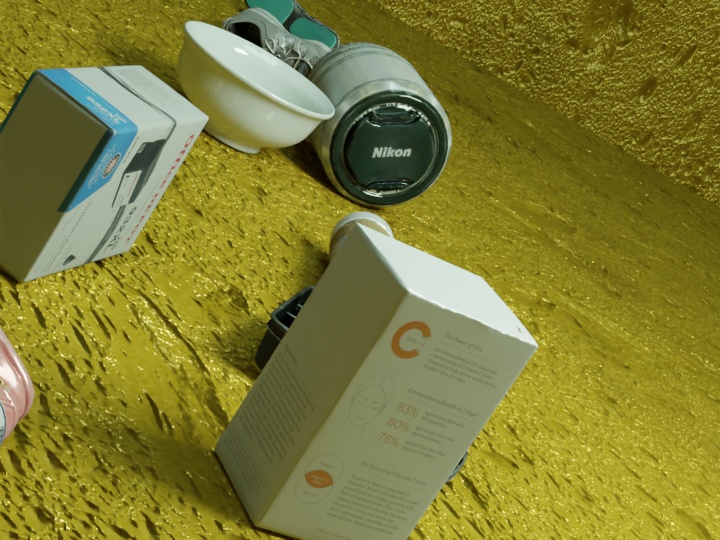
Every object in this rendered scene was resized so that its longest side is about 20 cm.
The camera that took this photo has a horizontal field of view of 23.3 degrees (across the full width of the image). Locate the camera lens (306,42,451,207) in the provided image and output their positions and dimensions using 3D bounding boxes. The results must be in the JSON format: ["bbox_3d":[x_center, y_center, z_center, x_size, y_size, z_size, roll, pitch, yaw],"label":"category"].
[{"bbox_3d":[0.016,-0.181,2.140,0.159,0.160,0.200,26,17,-23],"label":"camera lens"}]

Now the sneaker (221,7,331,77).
[{"bbox_3d":[-0.113,-0.299,2.451,0.200,0.075,0.082,33,28,25],"label":"sneaker"}]

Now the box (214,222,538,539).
[{"bbox_3d":[0.008,0.089,1.227,0.124,0.200,0.098,23,18,-34],"label":"box"}]

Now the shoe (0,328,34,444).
[{"bbox_3d":[-0.288,0.038,1.051,0.200,0.072,0.091,38,14,-2],"label":"shoe"}]

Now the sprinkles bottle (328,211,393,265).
[{"bbox_3d":[0.000,0.000,1.732,0.068,0.068,0.200,31,16,-8],"label":"sprinkles bottle"}]

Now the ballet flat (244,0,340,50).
[{"bbox_3d":[-0.106,-0.375,2.704,0.200,0.072,0.072,40,17,25],"label":"ballet flat"}]

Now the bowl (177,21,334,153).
[{"bbox_3d":[-0.136,-0.198,2.024,0.200,0.091,0.201,29,16,-9],"label":"bowl"}]

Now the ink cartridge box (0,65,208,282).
[{"bbox_3d":[-0.221,-0.081,1.395,0.084,0.145,0.200,36,15,9],"label":"ink cartridge box"}]

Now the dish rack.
[{"bbox_3d":[0.009,0.099,1.474,0.200,0.055,0.153,35,16,5],"label":"dish rack"}]
